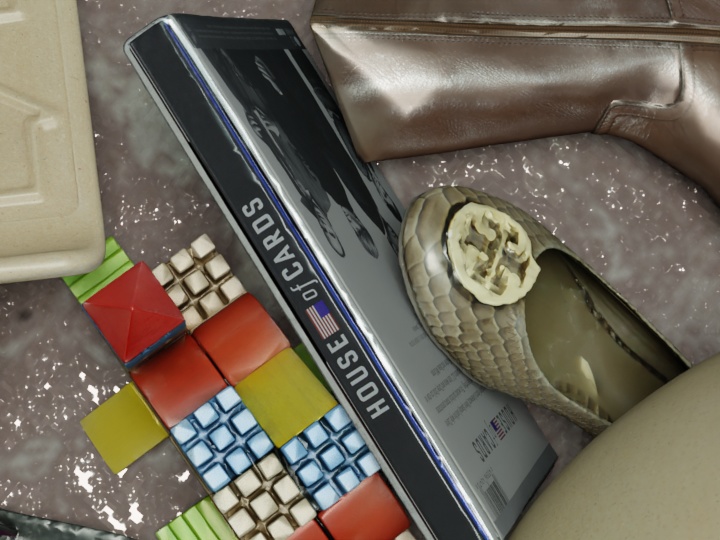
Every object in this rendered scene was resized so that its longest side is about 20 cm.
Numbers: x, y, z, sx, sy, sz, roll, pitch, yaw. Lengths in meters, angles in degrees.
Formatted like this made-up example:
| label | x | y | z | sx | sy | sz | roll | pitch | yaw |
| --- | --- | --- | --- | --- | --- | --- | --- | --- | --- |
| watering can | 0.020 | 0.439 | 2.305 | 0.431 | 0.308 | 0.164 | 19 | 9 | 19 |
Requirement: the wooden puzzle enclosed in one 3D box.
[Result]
| label | x | y | z | sx | sy | sz | roll | pitch | yaw |
| --- | --- | --- | --- | --- | --- | --- | --- | --- | --- |
| wooden puzzle | -0.193 | -0.071 | 0.758 | 0.184 | 0.046 | 0.201 | -6 | 64 | -9 |

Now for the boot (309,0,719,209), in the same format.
| label | x | y | z | sx | sy | sz | roll | pitch | yaw |
| --- | --- | --- | --- | --- | --- | --- | --- | --- | --- |
| boot | 0.078 | -0.046 | 0.778 | 0.198 | 0.064 | 0.188 | -1 | 71 | -13 |

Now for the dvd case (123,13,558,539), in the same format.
| label | x | y | z | sx | sy | sz | roll | pitch | yaw |
| --- | --- | --- | --- | --- | --- | --- | --- | --- | --- |
| dvd case | 0.000 | 0.000 | 0.734 | 0.025 | 0.150 | 0.201 | -32 | 88 | 14 |

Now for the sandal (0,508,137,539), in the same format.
| label | x | y | z | sx | sy | sz | roll | pitch | yaw |
| --- | --- | --- | --- | --- | --- | --- | --- | --- | --- |
| sandal | -0.161 | 0.109 | 0.757 | 0.199 | 0.048 | 0.076 | 7 | 83 | 0 |

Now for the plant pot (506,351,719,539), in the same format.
| label | x | y | z | sx | sy | sz | roll | pitch | yaw |
| --- | --- | --- | --- | --- | --- | --- | --- | --- | --- |
| plant pot | 0.111 | 0.133 | 0.679 | 0.134 | 0.200 | 0.202 | -20 | 86 | 18 |

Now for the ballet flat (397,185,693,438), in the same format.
| label | x | y | z | sx | sy | sz | roll | pitch | yaw |
| --- | --- | --- | --- | --- | --- | --- | --- | --- | --- |
| ballet flat | 0.090 | 0.035 | 0.746 | 0.200 | 0.046 | 0.068 | 42 | 58 | -27 |

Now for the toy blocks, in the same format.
| label | x | y | z | sx | sy | sz | roll | pitch | yaw |
| --- | --- | --- | --- | --- | --- | --- | --- | --- | --- |
| toy blocks | -0.032 | 0.064 | 0.730 | 0.100 | 0.137 | 0.201 | -35 | 89 | -7 |
